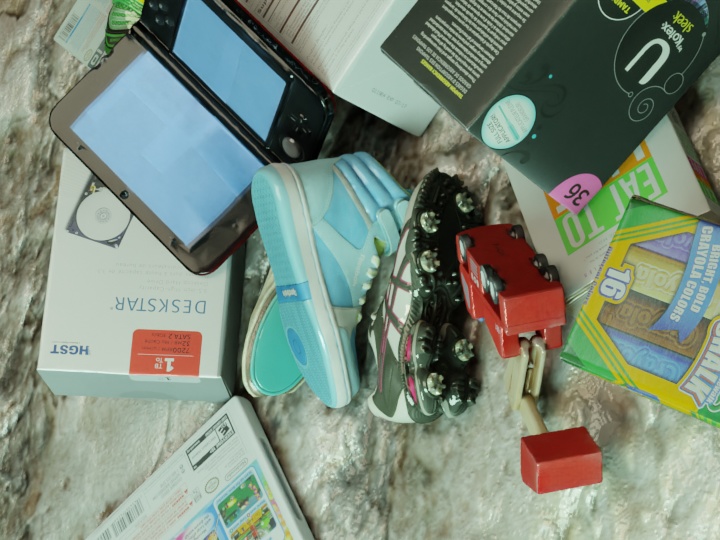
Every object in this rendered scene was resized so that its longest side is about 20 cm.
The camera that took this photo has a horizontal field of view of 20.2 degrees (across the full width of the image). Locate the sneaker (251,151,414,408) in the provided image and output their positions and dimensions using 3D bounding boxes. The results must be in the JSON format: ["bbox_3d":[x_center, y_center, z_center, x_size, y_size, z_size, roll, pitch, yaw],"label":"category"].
[{"bbox_3d":[0.000,0.000,1.598,0.080,0.130,0.200,11,116,64],"label":"sneaker"}]

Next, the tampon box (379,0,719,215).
[{"bbox_3d":[0.147,-0.171,1.434,0.200,0.150,0.126,-50,45,8],"label":"tampon box"}]

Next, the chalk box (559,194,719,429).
[{"bbox_3d":[0.257,0.049,1.311,0.200,0.124,0.124,24,89,46],"label":"chalk box"}]

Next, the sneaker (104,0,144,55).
[{"bbox_3d":[-0.127,-0.181,1.734,0.200,0.078,0.085,25,103,14],"label":"sneaker"}]

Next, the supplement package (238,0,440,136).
[{"bbox_3d":[-0.009,-0.218,1.665,0.110,0.114,0.200,-55,47,11],"label":"supplement package"}]

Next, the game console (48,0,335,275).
[{"bbox_3d":[-0.140,-0.129,1.630,0.200,0.119,0.172,44,149,12],"label":"game console"}]

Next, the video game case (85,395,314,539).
[{"bbox_3d":[-0.131,0.232,1.651,0.200,0.024,0.182,-44,49,18],"label":"video game case"}]

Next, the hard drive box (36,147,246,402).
[{"bbox_3d":[-0.178,0.003,1.700,0.156,0.077,0.200,1,71,4],"label":"hard drive box"}]

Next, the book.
[{"bbox_3d":[0.179,-0.078,1.493,0.134,0.048,0.200,-36,49,23],"label":"book"}]

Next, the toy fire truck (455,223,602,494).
[{"bbox_3d":[0.118,0.059,1.455,0.200,0.049,0.141,-121,22,-67],"label":"toy fire truck"}]

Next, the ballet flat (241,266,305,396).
[{"bbox_3d":[-0.048,0.012,1.654,0.200,0.067,0.062,-68,18,-8],"label":"ballet flat"}]

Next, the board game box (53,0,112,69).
[{"bbox_3d":[-0.176,-0.225,1.853,0.200,0.064,0.148,40,100,44],"label":"board game box"}]

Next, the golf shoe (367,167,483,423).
[{"bbox_3d":[0.041,0.019,1.552,0.088,0.077,0.200,-15,62,46],"label":"golf shoe"}]
